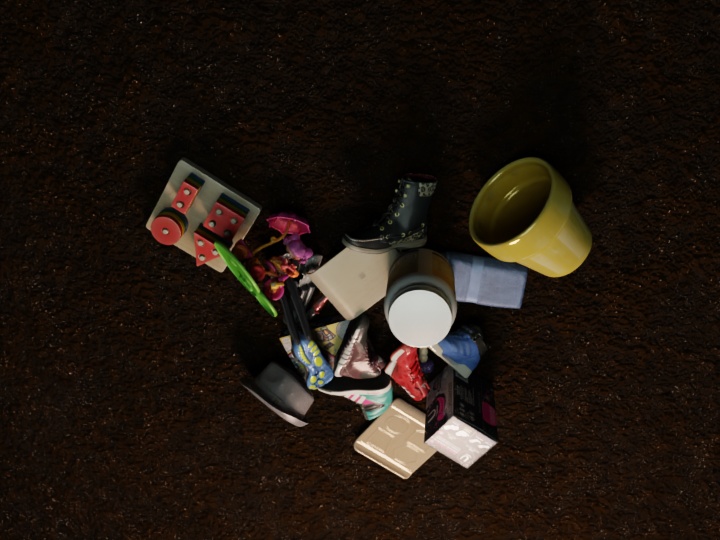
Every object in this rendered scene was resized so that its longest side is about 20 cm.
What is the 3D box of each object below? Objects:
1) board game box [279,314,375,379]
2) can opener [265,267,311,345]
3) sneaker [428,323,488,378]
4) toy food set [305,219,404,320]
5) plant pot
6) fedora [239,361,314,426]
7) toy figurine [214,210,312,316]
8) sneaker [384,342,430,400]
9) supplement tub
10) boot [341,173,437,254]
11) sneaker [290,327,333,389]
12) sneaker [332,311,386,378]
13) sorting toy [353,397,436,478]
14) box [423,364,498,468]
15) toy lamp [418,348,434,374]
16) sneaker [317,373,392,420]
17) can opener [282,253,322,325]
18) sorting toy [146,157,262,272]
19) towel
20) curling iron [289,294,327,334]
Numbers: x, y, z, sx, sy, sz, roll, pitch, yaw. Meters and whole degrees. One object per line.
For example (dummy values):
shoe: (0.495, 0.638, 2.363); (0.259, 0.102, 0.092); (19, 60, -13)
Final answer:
board game box: (-0.078, 0.182, 1.580); (0.199, 0.035, 0.136); (-15, 117, 16)
can opener: (-0.155, 0.066, 1.457); (0.063, 0.079, 0.201); (-25, 81, 2)
sneaker: (0.211, 0.150, 1.472); (0.200, 0.077, 0.111); (40, 88, -30)
toy food set: (0.000, 0.000, 1.439); (0.200, 0.060, 0.144); (-37, 110, 7)
plant pot: (0.347, -0.088, 1.281); (0.188, 0.201, 0.201); (32, 121, -30)
fedora: (-0.190, 0.290, 1.610); (0.200, 0.177, 0.090); (37, 87, 14)
toy figurine: (-0.175, -0.036, 1.387); (0.184, 0.150, 0.200); (-40, 91, -16)
sneaker: (0.126, 0.223, 1.491); (0.115, 0.078, 0.200); (44, 160, 14)
supplement tub: (0.121, 0.053, 1.322); (0.143, 0.200, 0.145); (2, 113, 6)
boot: (0.062, -0.118, 1.326); (0.202, 0.073, 0.155); (-7, 123, -31)
sneaker: (-0.117, 0.206, 1.543); (0.070, 0.083, 0.200); (-25, 133, -8)
sneaker: (0.015, 0.180, 1.512); (0.115, 0.076, 0.201); (17, 132, -9)
sorting toy: (0.108, 0.436, 1.709); (0.185, 0.037, 0.200); (33, 115, -11)
box: (0.230, 0.331, 1.528); (0.132, 0.200, 0.115); (32, 119, -11)
toy lamp: (0.147, 0.146, 1.516); (0.058, 0.058, 0.201); (-1, 122, 8)
sneaker: (-0.006, 0.310, 1.623); (0.199, 0.084, 0.121); (0, 129, 25)
can opener: (-0.136, 0.037, 1.502); (0.066, 0.052, 0.201); (36, 124, 27)
sorting toy: (-0.351, -0.105, 1.429); (0.199, 0.070, 0.199); (32, 120, -11)
towel: (0.258, 0.018, 1.428); (0.198, 0.049, 0.112); (9, 117, 4)
curling iron: (-0.093, 0.090, 1.515); (0.200, 0.026, 0.050); (-42, 112, 15)
